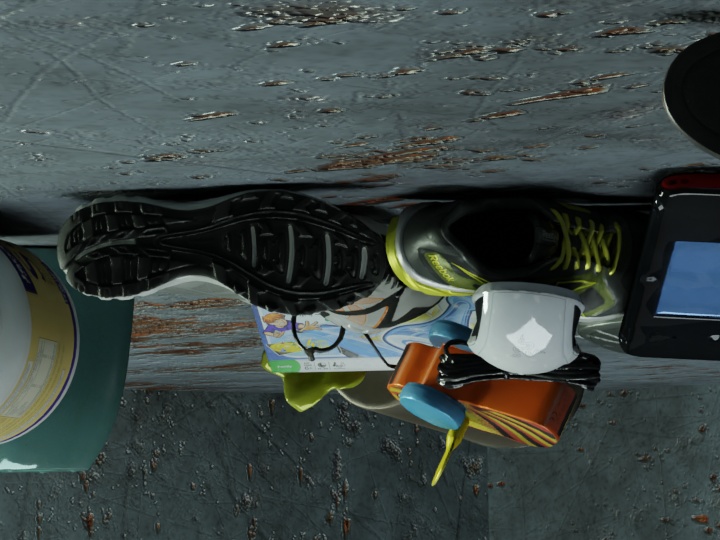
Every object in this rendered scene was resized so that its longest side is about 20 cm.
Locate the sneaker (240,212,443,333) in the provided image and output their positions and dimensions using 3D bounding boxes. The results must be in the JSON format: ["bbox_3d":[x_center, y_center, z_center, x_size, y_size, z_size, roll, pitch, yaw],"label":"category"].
[{"bbox_3d":[0.000,0.000,1.663,0.080,0.074,0.199,-8,172,41],"label":"sneaker"}]

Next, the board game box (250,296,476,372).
[{"bbox_3d":[0.024,0.023,1.820,0.198,0.035,0.136,-2,147,9],"label":"board game box"}]

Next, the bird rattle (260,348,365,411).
[{"bbox_3d":[0.010,0.033,1.921,0.199,0.113,0.163,-6,157,24],"label":"bird rattle"}]

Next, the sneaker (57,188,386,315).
[{"bbox_3d":[-0.080,-0.016,1.547,0.199,0.075,0.079,4,-175,12],"label":"sneaker"}]

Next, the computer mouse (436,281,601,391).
[{"bbox_3d":[0.100,0.049,1.605,0.109,0.044,0.200,6,167,5],"label":"computer mouse"}]

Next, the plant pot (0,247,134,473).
[{"bbox_3d":[-0.266,0.072,1.915,0.199,0.162,0.201,-1,174,0],"label":"plant pot"}]

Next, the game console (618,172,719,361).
[{"bbox_3d":[0.255,0.002,1.547,0.175,0.031,0.200,-1,149,-3],"label":"game console"}]

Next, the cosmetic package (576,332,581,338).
[{"bbox_3d":[0.295,0.035,2.217,0.199,0.052,0.151,-3,177,16],"label":"cosmetic package"}]

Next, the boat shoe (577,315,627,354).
[{"bbox_3d":[0.226,0.010,1.679,0.074,0.065,0.201,25,156,-31],"label":"boat shoe"}]

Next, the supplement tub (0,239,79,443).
[{"bbox_3d":[-0.275,0.042,1.672,0.144,0.147,0.200,-2,175,7],"label":"supplement tub"}]

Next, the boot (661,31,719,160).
[{"bbox_3d":[0.191,-0.073,1.099,0.187,0.069,0.200,-7,-176,-14],"label":"boot"}]

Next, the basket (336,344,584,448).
[{"bbox_3d":[0.069,0.072,2.149,0.179,0.137,0.200,17,-179,33],"label":"basket"}]

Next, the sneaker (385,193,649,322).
[{"bbox_3d":[0.119,-0.008,1.577,0.199,0.075,0.085,1,174,-18],"label":"sneaker"}]

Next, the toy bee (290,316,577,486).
[{"bbox_3d":[0.065,0.074,1.772,0.200,0.131,0.109,42,174,27],"label":"toy bee"}]

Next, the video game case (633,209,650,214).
[{"bbox_3d":[0.223,-0.022,1.738,0.181,0.023,0.200,-1,176,4],"label":"video game case"}]
